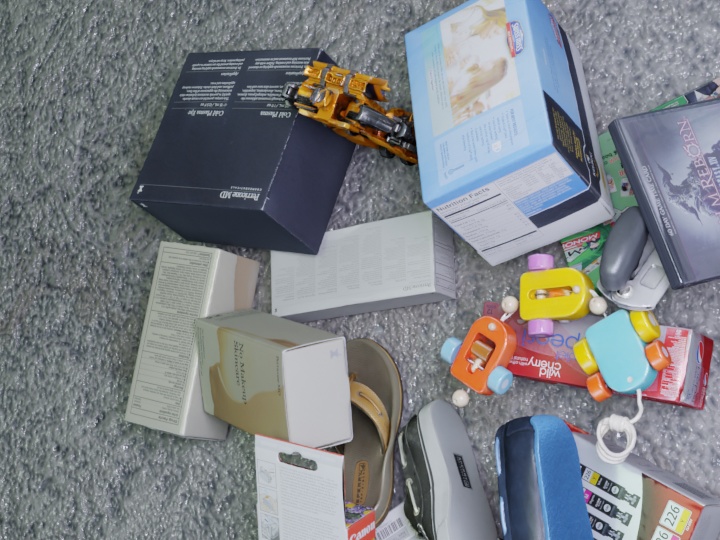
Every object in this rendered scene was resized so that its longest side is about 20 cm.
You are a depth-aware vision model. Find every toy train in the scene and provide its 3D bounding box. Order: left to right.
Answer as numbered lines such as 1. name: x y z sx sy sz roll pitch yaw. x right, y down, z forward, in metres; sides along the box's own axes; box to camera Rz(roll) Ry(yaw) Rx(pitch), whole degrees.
1. toy train: 0.170 0.074 0.986 0.199 0.055 0.152 26 95 38

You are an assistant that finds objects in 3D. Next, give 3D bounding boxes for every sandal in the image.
1. sandal: -0.003 0.153 1.146 0.079 0.054 0.203 -16 55 30

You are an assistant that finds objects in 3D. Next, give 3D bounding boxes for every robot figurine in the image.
1. robot figurine: 0.013 -0.148 1.127 0.144 0.199 0.059 21 91 33

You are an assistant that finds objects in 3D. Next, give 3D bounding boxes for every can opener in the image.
1. can opener: 0.257 -0.053 0.949 0.053 0.067 0.201 24 66 34

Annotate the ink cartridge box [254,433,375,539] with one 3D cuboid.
1. ink cartridge box: -0.040 0.248 1.081 0.108 0.050 0.204 8 107 35

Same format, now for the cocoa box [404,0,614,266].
1. cocoa box: 0.132 -0.135 1.061 0.132 0.131 0.203 -23 53 27

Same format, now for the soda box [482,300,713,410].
1. soda box: 0.204 0.074 1.036 0.197 0.070 0.065 8 84 34

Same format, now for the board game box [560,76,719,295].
1. board game box: 0.267 -0.073 1.051 0.198 0.029 0.137 -25 68 26

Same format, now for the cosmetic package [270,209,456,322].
1. cosmetic package: 0.000 0.000 1.194 0.197 0.050 0.084 -9 73 31

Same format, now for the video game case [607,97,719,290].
1. video game case: 0.309 -0.073 0.941 0.019 0.197 0.145 127 128 -64

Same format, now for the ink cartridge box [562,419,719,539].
1. ink cartridge box: 0.189 0.250 1.002 0.174 0.083 0.203 25 94 34

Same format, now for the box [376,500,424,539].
1. box: 0.039 0.344 1.104 0.155 0.041 0.202 -39 61 21

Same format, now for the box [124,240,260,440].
1. box: -0.183 0.077 1.280 0.094 0.077 0.204 9 85 34

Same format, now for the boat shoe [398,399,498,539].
1. boat shoe: 0.077 0.218 1.077 0.064 0.070 0.202 -40 39 29

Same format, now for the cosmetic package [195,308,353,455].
1. cosmetic package: -0.089 0.105 1.158 0.199 0.070 0.107 9 106 58

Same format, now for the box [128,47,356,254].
1. box: -0.116 -0.127 1.234 0.198 0.104 0.185 7 69 38

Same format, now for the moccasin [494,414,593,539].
1. moccasin: 0.146 0.218 0.939 0.068 0.080 0.204 -8 80 51
